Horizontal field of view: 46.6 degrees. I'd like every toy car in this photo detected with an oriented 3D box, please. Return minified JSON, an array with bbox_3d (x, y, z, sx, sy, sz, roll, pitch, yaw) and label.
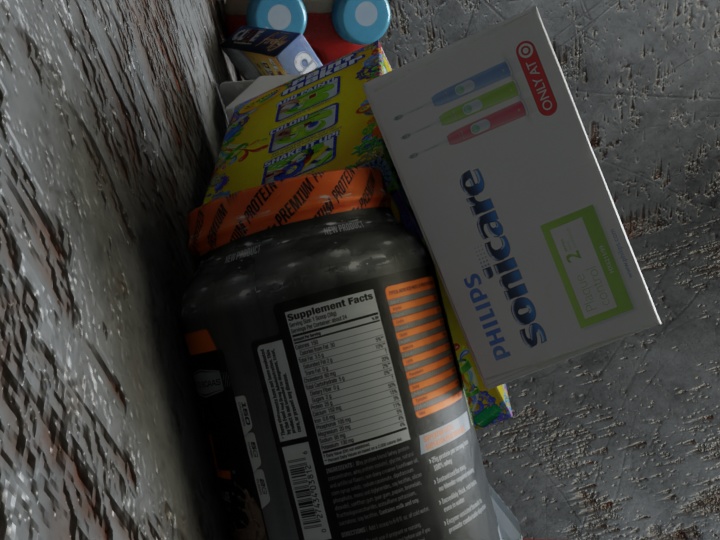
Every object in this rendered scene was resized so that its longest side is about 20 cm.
[{"bbox_3d":[-0.063,-0.222,0.960,0.184,0.175,0.202,-131,-142,-64],"label":"toy car"}]

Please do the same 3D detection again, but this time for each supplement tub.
[{"bbox_3d":[-0.012,0.062,0.388,0.123,0.122,0.202,60,16,-88],"label":"supplement tub"}]

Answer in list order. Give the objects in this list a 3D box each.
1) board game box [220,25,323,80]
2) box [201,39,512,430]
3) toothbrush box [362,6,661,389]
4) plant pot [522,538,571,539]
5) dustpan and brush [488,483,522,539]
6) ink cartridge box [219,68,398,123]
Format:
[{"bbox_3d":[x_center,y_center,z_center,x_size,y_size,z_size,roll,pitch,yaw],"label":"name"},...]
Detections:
[{"bbox_3d":[-0.046,-0.149,0.834,0.135,0.035,0.200,30,-19,54],"label":"board game box"},{"bbox_3d":[0.001,-0.014,0.565,0.193,0.121,0.201,-91,155,-57],"label":"box"},{"bbox_3d":[0.079,-0.039,0.451,0.200,0.086,0.147,-28,96,-78],"label":"toothbrush box"},{"bbox_3d":[0.112,0.333,0.771,0.201,0.193,0.203,-5,90,-88],"label":"plant pot"},{"bbox_3d":[0.077,0.255,0.640,0.140,0.057,0.202,-136,-142,-69],"label":"dustpan and brush"},{"bbox_3d":[-0.035,-0.100,0.702,0.068,0.199,0.117,-57,142,-47],"label":"ink cartridge box"}]
